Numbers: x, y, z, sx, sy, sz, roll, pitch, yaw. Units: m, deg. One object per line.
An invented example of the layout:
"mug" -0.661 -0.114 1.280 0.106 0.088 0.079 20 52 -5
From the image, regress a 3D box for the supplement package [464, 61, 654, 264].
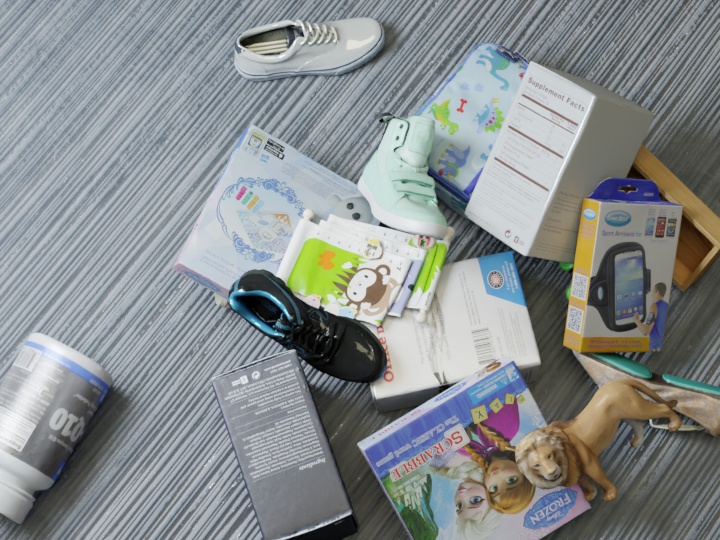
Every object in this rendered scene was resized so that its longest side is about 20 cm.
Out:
"supplement package" 0.231 -0.123 1.633 0.117 0.117 0.200 38 110 44

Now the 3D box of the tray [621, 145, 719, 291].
"tray" 0.351 -0.079 1.687 0.037 0.099 0.200 -31 70 -33

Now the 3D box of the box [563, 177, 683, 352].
"box" 0.306 -0.005 1.615 0.119 0.041 0.201 1 104 -26

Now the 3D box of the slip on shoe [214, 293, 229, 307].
"slip on shoe" -0.147 -0.050 1.726 0.061 0.074 0.201 4 70 -17

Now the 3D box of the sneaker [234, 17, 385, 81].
"sneaker" -0.066 -0.290 1.797 0.199 0.071 0.073 -14 71 -2

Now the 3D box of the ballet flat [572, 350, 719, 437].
"ballet flat" 0.337 0.146 1.634 0.200 0.068 0.067 19 101 11

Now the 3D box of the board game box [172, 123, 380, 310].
"board game box" -0.094 -0.041 1.684 0.200 0.043 0.199 30 68 -12

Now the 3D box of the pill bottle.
"pill bottle" -0.385 0.185 1.629 0.114 0.114 0.200 26 75 11

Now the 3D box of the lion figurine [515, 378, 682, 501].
"lion figurine" 0.263 0.178 1.556 0.200 0.072 0.123 -46 106 -20

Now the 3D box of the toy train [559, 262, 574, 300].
"toy train" 0.271 -0.022 1.695 0.056 0.042 0.201 -21 68 31

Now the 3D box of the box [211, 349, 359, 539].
"box" -0.083 0.212 1.586 0.104 0.148 0.200 -19 71 -4

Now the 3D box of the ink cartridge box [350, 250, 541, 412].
"ink cartridge box" 0.099 0.074 1.657 0.199 0.084 0.145 -11 70 -1

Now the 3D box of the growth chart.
"growth chart" 0.000 0.000 1.638 0.199 0.018 0.145 10 68 9

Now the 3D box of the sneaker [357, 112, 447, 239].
"sneaker" 0.059 -0.116 1.622 0.074 0.200 0.118 13 109 -26

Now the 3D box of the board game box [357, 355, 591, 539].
"board game box" 0.130 0.232 1.580 0.200 0.041 0.200 -31 100 -7

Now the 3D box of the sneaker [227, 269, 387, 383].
"sneaker" -0.064 0.072 1.581 0.200 0.082 0.073 29 103 6

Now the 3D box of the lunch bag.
"lunch bag" 0.158 -0.173 1.742 0.161 0.082 0.200 41 79 12
